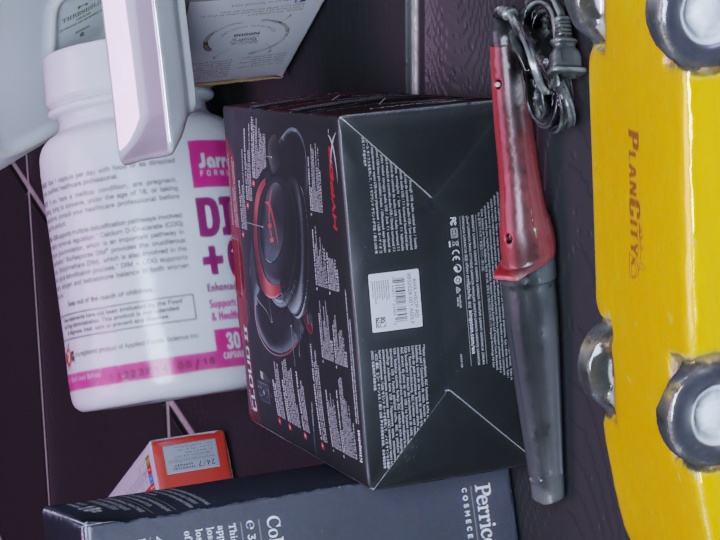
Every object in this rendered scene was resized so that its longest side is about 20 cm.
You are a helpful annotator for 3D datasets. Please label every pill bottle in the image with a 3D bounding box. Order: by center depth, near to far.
[{"bbox_3d":[-0.120,-0.026,1.272,0.113,0.113,0.201,163,99,-72],"label":"pill bottle"}]

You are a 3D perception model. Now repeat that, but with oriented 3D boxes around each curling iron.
[{"bbox_3d":[0.064,-0.005,0.842,0.050,0.025,0.201,-131,37,-66],"label":"curling iron"}]

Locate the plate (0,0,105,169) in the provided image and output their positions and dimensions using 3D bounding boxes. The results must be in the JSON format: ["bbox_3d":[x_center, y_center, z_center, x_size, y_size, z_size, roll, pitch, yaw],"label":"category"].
[{"bbox_3d":[-0.170,-0.151,1.306,0.032,0.199,0.200,33,137,24],"label":"plate"}]

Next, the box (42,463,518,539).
[{"bbox_3d":[-0.025,0.186,0.946,0.104,0.182,0.201,172,91,-73],"label":"box"}]

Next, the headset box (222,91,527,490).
[{"bbox_3d":[0.000,0.000,0.966,0.200,0.075,0.149,-166,70,-71],"label":"headset box"}]

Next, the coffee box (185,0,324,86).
[{"bbox_3d":[-0.063,-0.178,1.086,0.200,0.079,0.115,126,134,-66],"label":"coffee box"}]

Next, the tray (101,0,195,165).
[{"bbox_3d":[-0.103,-0.151,1.053,0.107,0.022,0.201,-179,82,-73],"label":"tray"}]

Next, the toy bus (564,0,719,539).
[{"bbox_3d":[0.106,-0.008,0.622,0.065,0.078,0.201,-147,52,-69],"label":"toy bus"}]

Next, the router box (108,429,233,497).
[{"bbox_3d":[-0.114,0.214,1.458,0.200,0.049,0.180,133,128,-68],"label":"router box"}]
